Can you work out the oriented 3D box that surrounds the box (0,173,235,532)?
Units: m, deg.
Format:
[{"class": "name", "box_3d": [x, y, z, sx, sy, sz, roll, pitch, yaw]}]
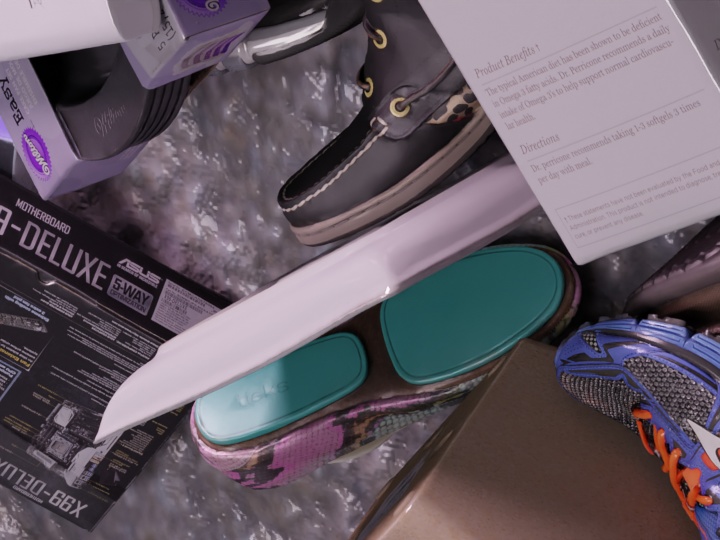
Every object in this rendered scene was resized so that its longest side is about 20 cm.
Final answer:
[{"class": "box", "box_3d": [-0.181, 0.032, 1.433, 0.199, 0.050, 0.158, 29, 134, -12]}]

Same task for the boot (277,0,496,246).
[{"class": "boot", "box_3d": [0.007, -0.117, 1.195, 0.200, 0.073, 0.151, -38, 109, 23]}]

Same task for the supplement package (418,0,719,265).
[{"class": "supplement package", "box_3d": [0.095, -0.125, 1.033, 0.117, 0.117, 0.201, -20, 104, 53]}]

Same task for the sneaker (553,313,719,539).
[{"class": "sneaker", "box_3d": [0.156, 0.086, 1.167, 0.199, 0.079, 0.075, 33, 166, 27]}]

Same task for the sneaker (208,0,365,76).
[{"class": "sneaker", "box_3d": [-0.083, -0.150, 1.292, 0.199, 0.075, 0.116, -5, 110, 38]}]

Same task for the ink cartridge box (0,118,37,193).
[{"class": "ink cartridge box", "box_3d": [-0.259, -0.068, 1.430, 0.197, 0.044, 0.201, 15, 132, 5]}]

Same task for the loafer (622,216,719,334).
[{"class": "loafer", "box_3d": [0.182, 0.005, 1.173, 0.071, 0.073, 0.200, 55, 147, -5]}]

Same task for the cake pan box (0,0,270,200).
[{"class": "cake pan box", "box_3d": [-0.130, -0.148, 1.247, 0.201, 0.052, 0.184, 64, 150, 7]}]

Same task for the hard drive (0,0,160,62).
[{"class": "hard drive", "box_3d": [-0.161, -0.155, 1.218, 0.199, 0.026, 0.133, -1, 108, 56]}]

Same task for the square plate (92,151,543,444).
[{"class": "square plate", "box_3d": [0.000, 0.000, 1.234, 0.198, 0.200, 0.029, -27, 92, 42]}]

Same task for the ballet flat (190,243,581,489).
[{"class": "ballet flat", "box_3d": [0.018, 0.048, 1.324, 0.199, 0.069, 0.071, -25, 144, 14]}]

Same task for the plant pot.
[{"class": "plant pot", "box_3d": [0.082, 0.153, 1.248, 0.177, 0.200, 0.200, 40, 132, 0]}]
